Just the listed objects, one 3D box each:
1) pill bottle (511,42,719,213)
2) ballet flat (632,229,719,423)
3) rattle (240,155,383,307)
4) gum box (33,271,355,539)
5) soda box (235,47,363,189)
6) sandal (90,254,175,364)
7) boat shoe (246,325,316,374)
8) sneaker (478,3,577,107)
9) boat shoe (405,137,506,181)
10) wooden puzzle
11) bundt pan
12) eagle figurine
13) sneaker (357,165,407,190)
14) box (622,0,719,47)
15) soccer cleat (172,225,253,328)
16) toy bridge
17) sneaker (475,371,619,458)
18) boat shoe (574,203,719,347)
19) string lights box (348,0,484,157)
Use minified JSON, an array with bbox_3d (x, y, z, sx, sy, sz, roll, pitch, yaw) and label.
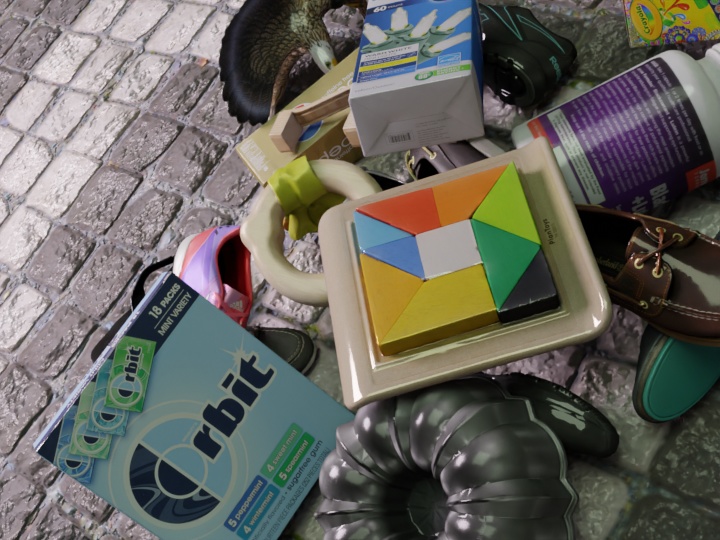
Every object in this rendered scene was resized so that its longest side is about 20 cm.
[{"bbox_3d":[0.234,-0.110,0.819,0.199,0.112,0.112,-26,50,11],"label":"pill bottle"},{"bbox_3d":[0.259,0.026,0.751,0.073,0.073,0.200,35,85,40],"label":"ballet flat"},{"bbox_3d":[0.000,0.000,0.871,0.199,0.143,0.131,31,68,14],"label":"rattle"},{"bbox_3d":[-0.128,0.129,0.804,0.170,0.200,0.044,-55,17,-14],"label":"gum box"},{"bbox_3d":[-0.024,-0.150,1.012,0.200,0.068,0.064,-39,57,0],"label":"soda box"},{"bbox_3d":[-0.189,0.021,0.963,0.075,0.045,0.200,0,34,31],"label":"sandal"},{"bbox_3d":[-0.139,0.086,0.924,0.198,0.057,0.067,-12,54,21],"label":"boat shoe"},{"bbox_3d":[0.126,-0.229,0.997,0.079,0.076,0.200,-38,54,-18],"label":"sneaker"},{"bbox_3d":[0.076,-0.101,0.915,0.060,0.072,0.201,-41,39,-4],"label":"boat shoe"},{"bbox_3d":[0.065,-0.006,0.735,0.199,0.037,0.186,-20,50,11],"label":"wooden puzzle"},{"bbox_3d":[0.048,0.169,0.711,0.201,0.076,0.204,-8,75,33],"label":"bundt pan"},{"bbox_3d":[-0.076,-0.239,1.045,0.200,0.152,0.151,-38,42,1],"label":"eagle figurine"},{"bbox_3d":[0.055,-0.027,0.879,0.075,0.082,0.200,-49,50,-9],"label":"sneaker"},{"bbox_3d":[0.332,-0.297,0.846,0.191,0.123,0.200,1,38,29],"label":"box"},{"bbox_3d":[-0.128,0.053,0.864,0.073,0.068,0.202,-19,58,37],"label":"soccer cleat"},{"bbox_3d":[0.005,-0.146,0.926,0.199,0.027,0.068,2,55,32],"label":"toy bridge"},{"bbox_3d":[0.103,0.121,0.770,0.199,0.076,0.091,10,73,40],"label":"sneaker"},{"bbox_3d":[0.205,-0.002,0.712,0.199,0.070,0.071,17,67,49],"label":"boat shoe"},{"bbox_3d":[0.053,-0.182,0.868,0.102,0.059,0.201,-9,37,13],"label":"string lights box"}]
